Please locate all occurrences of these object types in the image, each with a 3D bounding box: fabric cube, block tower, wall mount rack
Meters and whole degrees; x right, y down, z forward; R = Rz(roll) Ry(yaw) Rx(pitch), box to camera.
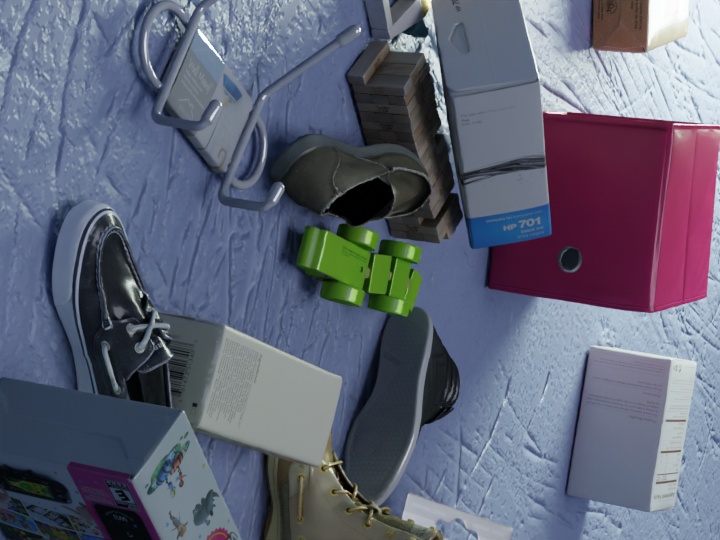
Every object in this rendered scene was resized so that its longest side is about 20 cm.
[{"bbox_3d":[0.274,-0.071,1.706,0.200,0.196,0.200,-9,106,-60],"label":"fabric cube"},{"bbox_3d":[0.044,-0.111,1.415,0.054,0.058,0.200,-58,143,-38],"label":"block tower"},{"bbox_3d":[-0.080,-0.148,1.151,0.200,0.074,0.174,54,51,-54],"label":"wall mount rack"}]

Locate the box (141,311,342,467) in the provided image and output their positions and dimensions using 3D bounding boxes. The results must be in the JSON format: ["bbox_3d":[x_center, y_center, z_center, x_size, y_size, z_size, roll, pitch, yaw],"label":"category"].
[{"bbox_3d":[-0.093,0.096,1.205,0.200,0.068,0.082,34,68,-60],"label":"box"}]

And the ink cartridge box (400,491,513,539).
[{"bbox_3d":[0.063,0.334,1.533,0.161,0.050,0.201,25,73,-38],"label":"ink cartridge box"}]

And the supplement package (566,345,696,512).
[{"bbox_3d":[0.358,0.207,2.027,0.117,0.117,0.201,10,89,-62],"label":"supplement package"}]

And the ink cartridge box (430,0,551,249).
[{"bbox_3d":[0.123,-0.143,1.443,0.200,0.086,0.147,80,3,-48],"label":"ink cartridge box"}]

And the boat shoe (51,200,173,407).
[{"bbox_3d":[-0.161,0.049,1.063,0.072,0.068,0.201,-33,126,-55],"label":"boat shoe"}]

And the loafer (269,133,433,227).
[{"bbox_3d":[0.001,-0.064,1.310,0.075,0.070,0.200,-47,154,25],"label":"loafer"}]

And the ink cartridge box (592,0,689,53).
[{"bbox_3d":[0.348,-0.376,1.885,0.165,0.075,0.201,-28,121,-55],"label":"ink cartridge box"}]

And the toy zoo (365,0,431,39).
[{"bbox_3d":[0.036,-0.299,1.380,0.131,0.020,0.200,-53,141,-42],"label":"toy zoo"}]

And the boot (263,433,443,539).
[{"bbox_3d":[-0.003,0.197,1.308,0.073,0.155,0.201,-4,101,-61],"label":"boot"}]

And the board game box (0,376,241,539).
[{"bbox_3d":[-0.161,0.168,1.015,0.064,0.147,0.200,-59,144,-37],"label":"board game box"}]

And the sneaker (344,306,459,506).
[{"bbox_3d":[0.047,0.145,1.476,0.099,0.071,0.200,46,54,-51],"label":"sneaker"}]

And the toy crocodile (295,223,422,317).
[{"bbox_3d":[0.000,0.000,1.370,0.200,0.062,0.068,18,83,-57],"label":"toy crocodile"}]
